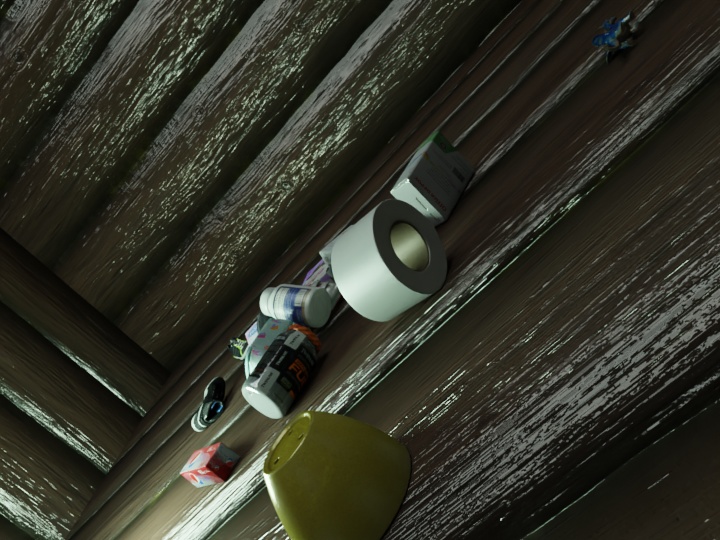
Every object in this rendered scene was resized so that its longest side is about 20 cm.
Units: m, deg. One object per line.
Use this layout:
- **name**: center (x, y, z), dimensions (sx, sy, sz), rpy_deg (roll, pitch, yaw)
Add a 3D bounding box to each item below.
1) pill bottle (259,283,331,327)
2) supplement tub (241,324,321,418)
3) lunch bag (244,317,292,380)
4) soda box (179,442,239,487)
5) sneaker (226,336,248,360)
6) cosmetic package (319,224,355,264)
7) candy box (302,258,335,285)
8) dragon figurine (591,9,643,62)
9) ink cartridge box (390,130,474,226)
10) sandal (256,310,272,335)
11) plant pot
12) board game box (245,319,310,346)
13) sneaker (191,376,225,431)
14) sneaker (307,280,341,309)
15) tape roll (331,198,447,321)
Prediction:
- **pill bottle**: center (-0.189, 0.097, 1.690), dimensions (0.196, 0.112, 0.112), rpy_deg (4, 45, 35)
- **supplement tub**: center (-0.181, 0.235, 1.409), dimensions (0.122, 0.122, 0.202), rpy_deg (-29, 23, 54)
- **lunch bag**: center (-0.236, 0.236, 1.556), dimensions (0.201, 0.075, 0.164), rpy_deg (-62, -21, -55)
- **soda box**: center (-0.374, 0.481, 1.463), dimensions (0.199, 0.063, 0.071), rpy_deg (-34, 18, 50)
- **sneaker**: center (-0.467, 0.295, 2.274), dimensions (0.072, 0.083, 0.199), rpy_deg (-55, 14, -30)
- **cosmetic package**: center (-0.015, -0.080, 1.791), dimensions (0.150, 0.052, 0.198), rpy_deg (-40, 22, -28)
- **candy box**: center (-0.119, 0.030, 1.915), dimensions (0.167, 0.071, 0.201), rpy_deg (-41, 15, 26)
- **dragon figurine**: center (0.544, -0.496, 1.287), dimensions (0.201, 0.059, 0.099), rpy_deg (-55, 14, -29)
- **ink cartridge box**: center (0.183, -0.226, 1.498), dimensions (0.084, 0.144, 0.202), rpy_deg (-29, 22, 54)
- **sandal**: center (-0.271, 0.195, 1.726), dimensions (0.043, 0.074, 0.204), rpy_deg (-53, 29, 42)
- **plant pot**: center (-0.049, 0.276, 0.806), dimensions (0.200, 0.142, 0.201), rpy_deg (-45, 12, 12)
- **board game box**: center (-0.254, 0.189, 1.799), dimensions (0.200, 0.041, 0.200), rpy_deg (-46, 37, 7)
- **sneaker**: center (-0.472, 0.428, 1.951), dimensions (0.111, 0.073, 0.203), rpy_deg (-32, 28, 40)
- **sneaker**: center (-0.116, 0.073, 1.746), dimensions (0.199, 0.088, 0.082), rpy_deg (-35, 17, 43)
- **tape roll**: center (0.057, -0.019, 1.186), dimensions (0.138, 0.202, 0.204), rpy_deg (-35, 18, 41)
